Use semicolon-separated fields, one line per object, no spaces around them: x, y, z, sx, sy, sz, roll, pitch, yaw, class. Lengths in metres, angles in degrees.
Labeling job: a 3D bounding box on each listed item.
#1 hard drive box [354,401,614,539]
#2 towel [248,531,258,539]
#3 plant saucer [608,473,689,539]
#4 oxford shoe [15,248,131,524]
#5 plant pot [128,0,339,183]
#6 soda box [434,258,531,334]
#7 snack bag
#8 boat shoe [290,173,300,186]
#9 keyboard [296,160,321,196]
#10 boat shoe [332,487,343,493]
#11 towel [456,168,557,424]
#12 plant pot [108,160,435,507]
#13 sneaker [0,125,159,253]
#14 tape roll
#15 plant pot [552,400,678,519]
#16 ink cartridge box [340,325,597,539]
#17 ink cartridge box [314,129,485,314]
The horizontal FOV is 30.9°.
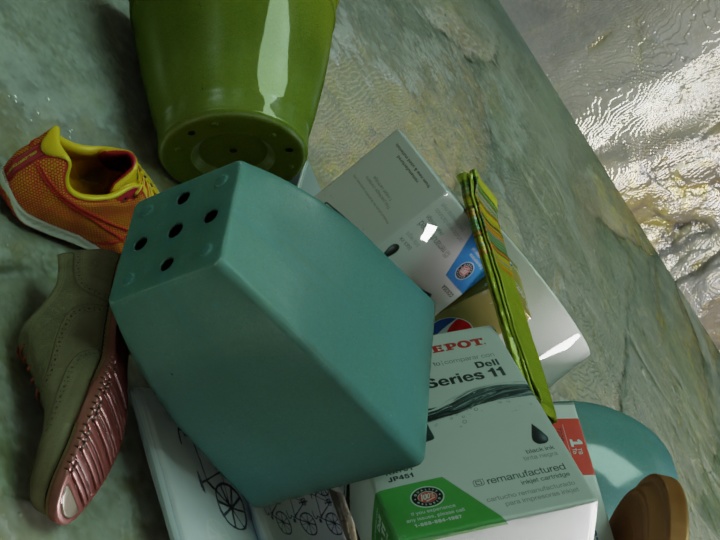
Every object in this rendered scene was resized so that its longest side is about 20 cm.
0.097;0.196;1.108;0.199;0.077;0.156;1;49;-15;hard drive box
-0.089;0.128;1.010;0.147;0.024;0.200;59;21;-1;towel
0.218;0.263;1.062;0.032;0.201;0.200;15;29;-1;plant saucer
-0.186;0.070;0.834;0.071;0.074;0.201;92;5;-48;oxford shoe
-0.114;-0.179;1.161;0.200;0.200;0.194;35;44;-47;plant pot
0.050;0.047;1.181;0.064;0.200;0.068;45;25;-41;soda box
-0.077;0.167;0.928;0.200;0.021;0.189;21;42;-54;snack bag
-0.068;-0.046;1.193;0.073;0.063;0.200;39;36;-20;boat shoe
-0.029;-0.019;1.220;0.200;0.011;0.056;66;26;-52;keyboard
0.056;0.136;1.057;0.199;0.060;0.076;-5;51;-19;boat shoe
0.121;0.021;1.041;0.086;0.018;0.201;34;39;-63;towel
-0.063;0.035;0.862;0.200;0.141;0.142;48;35;-38;plant pot
-0.178;-0.049;0.970;0.200;0.077;0.073;21;42;-61;sneaker
0.120;0.051;1.337;0.203;0.139;0.203;51;0;0;tape roll
0.198;0.211;1.300;0.135;0.200;0.201;38;30;-42;plant pot
0.061;0.137;0.934;0.200;0.146;0.083;-118;-157;-52;ink cartridge box
0.000;0.000;1.088;0.086;0.200;0.146;53;5;33;ink cartridge box
